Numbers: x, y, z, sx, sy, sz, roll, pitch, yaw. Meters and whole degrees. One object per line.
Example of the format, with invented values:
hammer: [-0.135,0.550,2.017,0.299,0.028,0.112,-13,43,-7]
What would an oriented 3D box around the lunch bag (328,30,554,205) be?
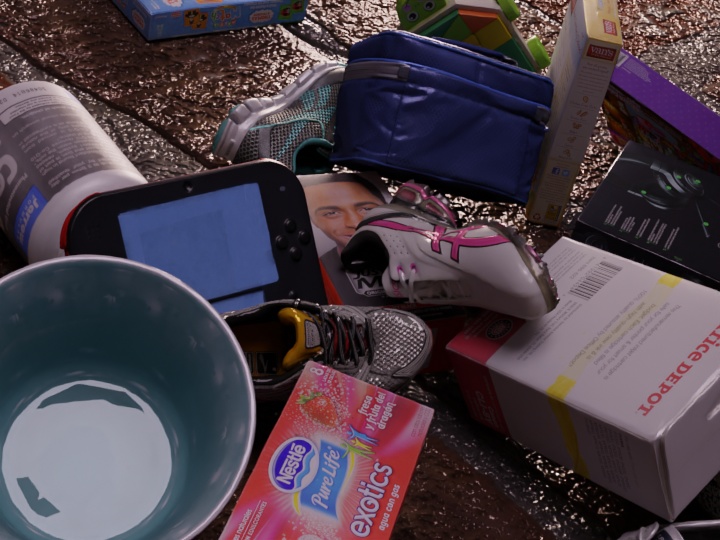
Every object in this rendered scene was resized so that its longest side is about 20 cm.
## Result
lunch bag: [0.081,-0.142,1.187,0.197,0.134,0.136,12,0,-21]

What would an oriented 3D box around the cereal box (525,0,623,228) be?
cereal box: [0.199,-0.163,1.251,0.039,0.202,0.145,13,36,-3]

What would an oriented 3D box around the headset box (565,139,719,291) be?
headset box: [0.282,-0.014,1.175,0.198,0.094,0.174,24,38,13]

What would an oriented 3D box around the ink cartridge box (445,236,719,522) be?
ink cartridge box: [0.185,0.072,0.953,0.145,0.084,0.199,-39,38,-24]

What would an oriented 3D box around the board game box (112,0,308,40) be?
board game box: [-0.180,-0.317,1.464,0.198,0.037,0.151,-13,44,-33]

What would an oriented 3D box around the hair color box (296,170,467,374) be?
hair color box: [0.000,0.000,1.086,0.100,0.062,0.201,-6,40,-24]

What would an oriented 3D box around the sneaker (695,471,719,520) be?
sneaker: [0.217,0.124,1.003,0.087,0.078,0.201,-14,38,-15]

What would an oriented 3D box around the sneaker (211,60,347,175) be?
sneaker: [-0.051,-0.130,1.247,0.091,0.078,0.199,42,46,11]

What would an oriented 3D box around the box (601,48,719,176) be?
box: [0.318,-0.128,1.308,0.039,0.137,0.200,-42,55,-4]

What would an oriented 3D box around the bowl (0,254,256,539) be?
bowl: [-0.170,0.104,0.824,0.198,0.105,0.203,6,60,-11]

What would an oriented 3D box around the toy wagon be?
toy wagon: [0.087,-0.208,1.265,0.154,0.200,0.040,-30,43,16]

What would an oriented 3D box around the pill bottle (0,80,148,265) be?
pill bottle: [-0.226,-0.052,1.032,0.113,0.115,0.200,-15,45,-34]

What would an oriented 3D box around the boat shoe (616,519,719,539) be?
boat shoe: [0.198,0.199,0.887,0.197,0.066,0.074,-6,41,-26]

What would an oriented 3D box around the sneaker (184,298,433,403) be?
sneaker: [-0.035,0.060,0.919,0.197,0.082,0.079,-6,73,-27]

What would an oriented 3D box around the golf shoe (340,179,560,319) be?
golf shoe: [0.065,0.002,0.979,0.092,0.073,0.199,-39,35,-18]

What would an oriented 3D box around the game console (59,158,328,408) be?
game console: [-0.112,0.019,0.954,0.198,0.180,0.031,-15,1,-34]

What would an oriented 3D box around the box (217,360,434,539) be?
box: [-0.030,0.166,0.822,0.093,0.104,0.201,20,38,5]

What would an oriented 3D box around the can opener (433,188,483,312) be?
can opener: [0.083,0.001,1.138,0.066,0.054,0.201,-28,45,-1]
